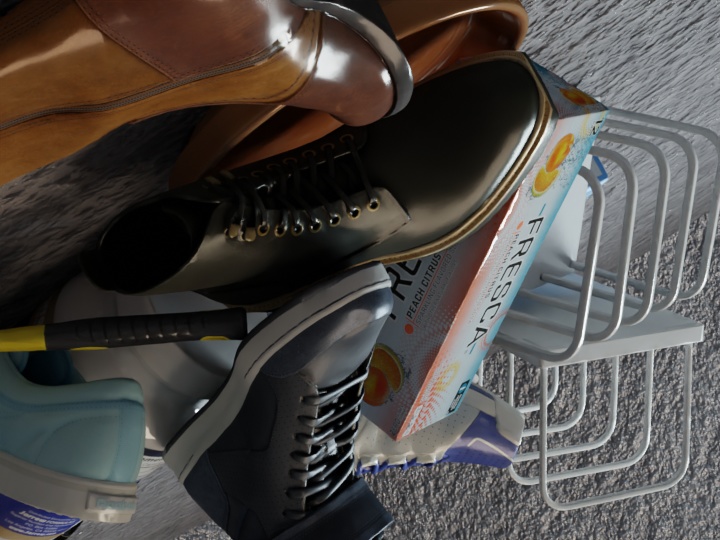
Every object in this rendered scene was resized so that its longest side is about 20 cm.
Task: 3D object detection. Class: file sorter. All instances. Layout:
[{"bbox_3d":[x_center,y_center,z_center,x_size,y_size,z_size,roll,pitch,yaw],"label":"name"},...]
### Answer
[{"bbox_3d":[0.146,0.085,1.040,0.137,0.126,0.200,-7,-165,-23],"label":"file sorter"},{"bbox_3d":[0.151,-0.033,0.930,0.124,0.140,0.199,18,-158,34],"label":"file sorter"}]

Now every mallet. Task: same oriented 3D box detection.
[{"bbox_3d":[-0.151,0.029,0.607,0.198,0.042,0.066,-6,168,0],"label":"mallet"}]

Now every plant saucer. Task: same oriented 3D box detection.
[{"bbox_3d":[-0.008,-0.085,0.673,0.199,0.033,0.200,-29,171,-5],"label":"plant saucer"}]

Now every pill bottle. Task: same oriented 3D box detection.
[{"bbox_3d":[-0.151,0.067,0.770,0.199,0.116,0.115,-36,169,28],"label":"pill bottle"}]

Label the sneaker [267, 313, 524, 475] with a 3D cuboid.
[{"bbox_3d":[-0.010,0.105,0.820,0.081,0.198,0.116,154,-46,-74],"label":"sneaker"}]

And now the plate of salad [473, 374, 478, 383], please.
[{"bbox_3d":[-0.014,0.092,0.960,0.198,0.049,0.200,-1,166,0],"label":"plate of salad"}]

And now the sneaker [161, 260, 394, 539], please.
[{"bbox_3d":[-0.009,0.098,0.652,0.077,0.147,0.203,-22,160,-39],"label":"sneaker"}]

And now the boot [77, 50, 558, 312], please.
[{"bbox_3d":[-0.016,-0.035,0.606,0.199,0.078,0.138,-35,165,21],"label":"boot"}]

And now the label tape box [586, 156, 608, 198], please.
[{"bbox_3d":[0.102,-0.039,1.140,0.143,0.064,0.200,-25,169,-23],"label":"label tape box"}]

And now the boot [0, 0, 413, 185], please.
[{"bbox_3d":[-0.084,-0.056,0.484,0.199,0.069,0.188,-30,171,4],"label":"boot"}]

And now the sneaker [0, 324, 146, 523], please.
[{"bbox_3d":[-0.180,0.066,0.686,0.198,0.083,0.074,12,173,32],"label":"sneaker"}]

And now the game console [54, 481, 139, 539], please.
[{"bbox_3d":[-0.251,0.144,0.995,0.118,0.174,0.200,25,139,-26],"label":"game console"}]

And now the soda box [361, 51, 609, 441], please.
[{"bbox_3d":[0.050,-0.012,0.704,0.068,0.063,0.201,-16,137,-53],"label":"soda box"}]
